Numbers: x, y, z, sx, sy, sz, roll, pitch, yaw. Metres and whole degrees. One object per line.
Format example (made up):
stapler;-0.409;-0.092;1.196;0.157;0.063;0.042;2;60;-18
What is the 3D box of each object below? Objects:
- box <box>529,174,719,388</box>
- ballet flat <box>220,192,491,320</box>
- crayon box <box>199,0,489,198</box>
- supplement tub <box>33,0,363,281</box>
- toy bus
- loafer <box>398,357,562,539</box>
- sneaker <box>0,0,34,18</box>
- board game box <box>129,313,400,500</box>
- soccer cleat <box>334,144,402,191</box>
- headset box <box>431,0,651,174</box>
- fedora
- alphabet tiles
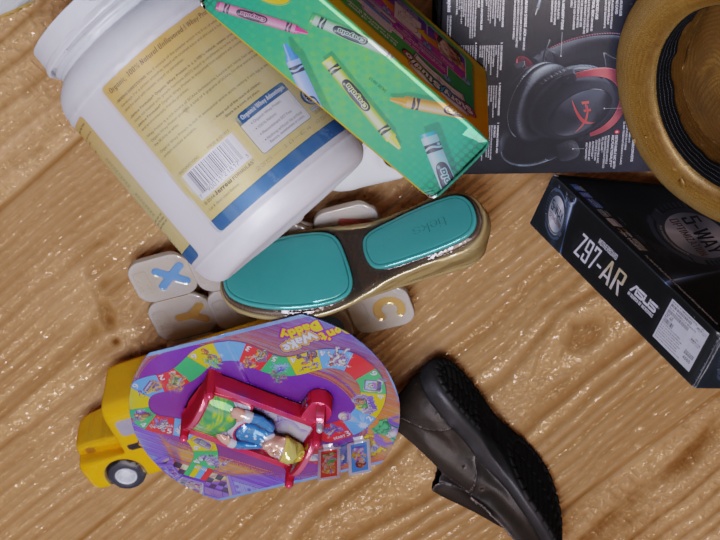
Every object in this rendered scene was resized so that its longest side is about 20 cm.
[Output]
box;0.236;0.008;1.349;0.160;0.200;0.044;4;122;-37
ballet flat;0.000;0.000;1.391;0.199;0.069;0.063;-15;157;6
crayon box;-0.006;-0.149;1.248;0.200;0.119;0.058;39;113;-17
supplement tub;-0.110;-0.109;1.303;0.145;0.145;0.200;-40;91;16
toy bus;-0.125;0.099;1.462;0.199;0.065;0.078;-17;127;15
loafer;0.091;0.155;1.525;0.071;0.073;0.200;-29;111;22
sneaker;-0.199;-0.216;1.218;0.199;0.076;0.088;-16;148;18
board game box;-0.071;0.114;1.404;0.199;0.039;0.158;-14;128;12
soccer cleat;0.004;-0.146;1.363;0.085;0.069;0.201;-1;121;-12
headset box;0.150;-0.149;1.360;0.199;0.075;0.149;-2;118;-2
fedora;0.265;-0.125;1.280;0.200;0.082;0.201;21;131;26
alphabet tiles;-0.066;0.018;1.447;0.195;0.015;0.200;-14;127;10
